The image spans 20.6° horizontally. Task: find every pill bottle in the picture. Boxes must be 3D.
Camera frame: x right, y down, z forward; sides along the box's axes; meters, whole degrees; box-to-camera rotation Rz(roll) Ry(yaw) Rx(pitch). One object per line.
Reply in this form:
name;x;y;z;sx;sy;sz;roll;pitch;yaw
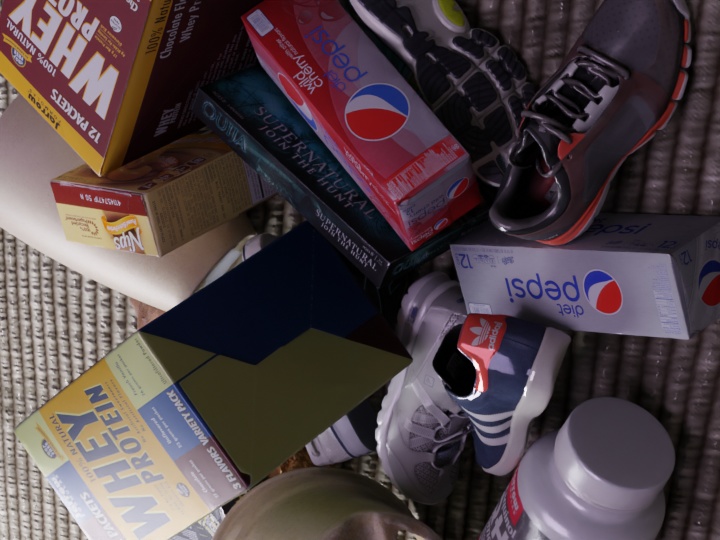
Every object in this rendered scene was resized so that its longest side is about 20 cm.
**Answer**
pill bottle;0.155;0.184;1.446;0.111;0.111;0.200;43;138;20

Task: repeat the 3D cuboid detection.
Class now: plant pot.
plant pot;-0.009;0.252;1.554;0.201;0.200;0.183;62;163;-2
plant pot;-0.189;-0.061;1.635;0.200;0.187;0.187;40;138;7

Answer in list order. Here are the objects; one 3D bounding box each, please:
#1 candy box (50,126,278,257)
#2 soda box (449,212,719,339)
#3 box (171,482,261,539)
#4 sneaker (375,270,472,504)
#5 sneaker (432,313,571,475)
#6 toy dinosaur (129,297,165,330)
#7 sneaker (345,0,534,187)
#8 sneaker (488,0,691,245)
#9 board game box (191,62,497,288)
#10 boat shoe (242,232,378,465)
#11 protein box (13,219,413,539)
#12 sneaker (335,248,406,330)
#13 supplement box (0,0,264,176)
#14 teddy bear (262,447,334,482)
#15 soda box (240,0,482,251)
candy box;-0.122;-0.077;1.513;0.115;0.200;0.055;10;121;44
soda box;0.159;0.001;1.360;0.200;0.068;0.064;3;115;46
box;-0.145;0.176;1.745;0.200;0.049;0.162;-2;104;65
sneaker;0.064;0.104;1.522;0.082;0.075;0.200;29;131;36
sneaker;0.091;0.082;1.420;0.084;0.075;0.200;21;152;4
toy dinosaur;-0.156;0.027;1.717;0.200;0.086;0.136;-2;93;37
sneaker;0.056;-0.141;1.400;0.200;0.077;0.080;55;161;14
sneaker;0.144;-0.099;1.275;0.077;0.082;0.200;36;115;29
board game box;-0.008;-0.083;1.437;0.200;0.135;0.028;43;135;20
boat shoe;-0.064;0.071;1.632;0.086;0.075;0.202;-23;103;22
protein box;-0.110;0.093;1.478;0.135;0.198;0.200;55;137;0
sneaker;0.000;0.000;1.527;0.075;0.079;0.200;29;131;33
supplement box;-0.139;-0.209;1.449;0.133;0.200;0.197;45;139;18
teddy bear;-0.073;0.186;1.746;0.145;0.067;0.200;47;147;31
soda box;0.000;-0.112;1.377;0.200;0.063;0.070;52;172;28
